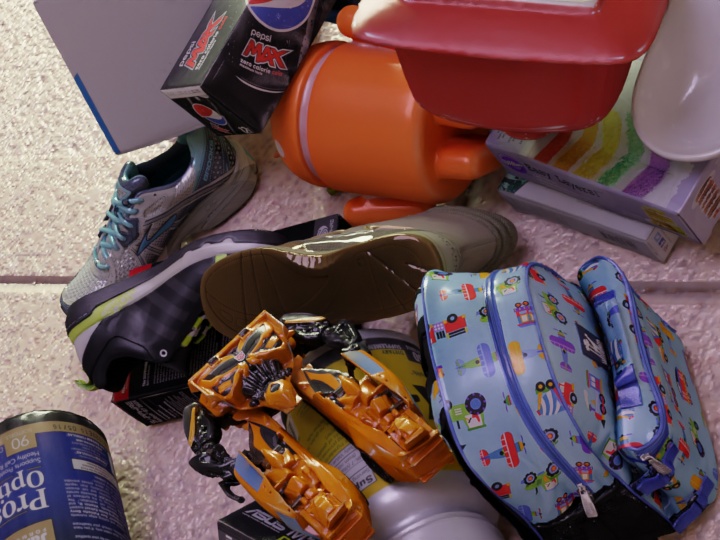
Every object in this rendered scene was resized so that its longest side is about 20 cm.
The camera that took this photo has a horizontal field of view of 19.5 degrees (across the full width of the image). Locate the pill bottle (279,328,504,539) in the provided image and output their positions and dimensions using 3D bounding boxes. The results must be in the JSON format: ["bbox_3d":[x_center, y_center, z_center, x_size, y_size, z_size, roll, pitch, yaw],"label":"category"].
[{"bbox_3d":[0.026,0.145,1.418,0.114,0.114,0.200,-36,47,10],"label":"pill bottle"}]

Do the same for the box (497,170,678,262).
[{"bbox_3d":[0.206,-0.115,1.518,0.144,0.036,0.200,21,74,42],"label":"box"}]

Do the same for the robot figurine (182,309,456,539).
[{"bbox_3d":[-0.036,0.097,1.368,0.145,0.058,0.200,-43,46,-11],"label":"robot figurine"}]

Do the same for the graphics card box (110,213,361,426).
[{"bbox_3d":[-0.093,0.039,1.616,0.199,0.051,0.126,-16,53,28],"label":"graphics card box"}]

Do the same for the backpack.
[{"bbox_3d":[0.123,0.075,1.336,0.134,0.200,0.183,-24,49,20],"label":"backpack"}]

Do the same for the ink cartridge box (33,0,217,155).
[{"bbox_3d":[-0.143,-0.217,1.707,0.144,0.148,0.200,-18,23,23],"label":"ink cartridge box"}]

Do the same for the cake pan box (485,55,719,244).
[{"bbox_3d":[0.211,-0.133,1.470,0.184,0.052,0.200,26,78,40],"label":"cake pan box"}]

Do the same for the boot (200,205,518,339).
[{"bbox_3d":[0.000,0.000,1.509,0.199,0.155,0.072,-10,96,30],"label":"boot"}]

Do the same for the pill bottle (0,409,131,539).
[{"bbox_3d":[-0.224,0.211,1.551,0.112,0.112,0.200,-32,47,13],"label":"pill bottle"}]

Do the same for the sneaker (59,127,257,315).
[{"bbox_3d":[-0.182,-0.045,1.710,0.200,0.086,0.078,-46,45,0],"label":"sneaker"}]

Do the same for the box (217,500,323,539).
[{"bbox_3d":[-0.008,0.253,1.345,0.044,0.161,0.200,-25,32,-37],"label":"box"}]

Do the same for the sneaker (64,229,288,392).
[{"bbox_3d":[-0.131,0.036,1.581,0.199,0.072,0.083,-25,73,21],"label":"sneaker"}]

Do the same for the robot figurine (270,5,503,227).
[{"bbox_3d":[0.016,-0.111,1.576,0.199,0.144,0.117,10,59,32],"label":"robot figurine"}]

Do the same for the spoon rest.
[{"bbox_3d":[0.233,-0.161,1.399,0.099,0.061,0.201,-5,58,31],"label":"spoon rest"}]

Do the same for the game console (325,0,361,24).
[{"bbox_3d":[0.086,-0.238,1.618,0.199,0.170,0.119,7,90,43],"label":"game console"}]

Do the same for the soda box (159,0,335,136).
[{"bbox_3d":[-0.066,-0.200,1.578,0.071,0.063,0.201,1,59,57],"label":"soda box"}]

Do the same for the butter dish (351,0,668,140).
[{"bbox_3d":[0.112,-0.156,1.423,0.199,0.148,0.200,7,40,16],"label":"butter dish"}]

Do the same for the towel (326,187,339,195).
[{"bbox_3d":[0.049,-0.136,1.656,0.199,0.018,0.086,-27,50,18],"label":"towel"}]
